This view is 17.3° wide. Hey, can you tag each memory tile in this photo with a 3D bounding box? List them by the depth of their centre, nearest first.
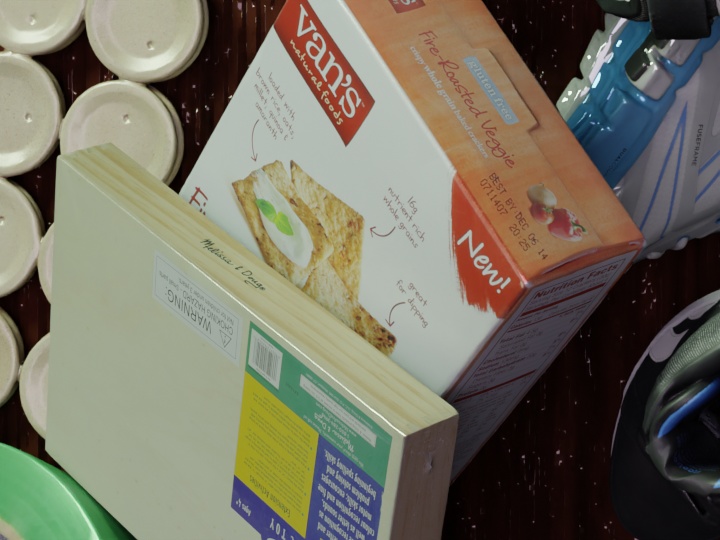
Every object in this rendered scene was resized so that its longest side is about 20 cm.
[{"bbox_3d":[-0.145,-0.038,0.956,0.152,0.017,0.202,13,96,14],"label":"memory tile"}]

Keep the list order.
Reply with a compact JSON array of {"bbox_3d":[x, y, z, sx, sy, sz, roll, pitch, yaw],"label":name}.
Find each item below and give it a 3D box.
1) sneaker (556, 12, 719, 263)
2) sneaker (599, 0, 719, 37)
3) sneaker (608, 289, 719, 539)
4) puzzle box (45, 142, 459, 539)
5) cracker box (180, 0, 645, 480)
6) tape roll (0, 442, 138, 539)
[{"bbox_3d":[0.098,-0.024,0.869,0.086,0.075,0.200,30,115,-21],"label":"sneaker"},{"bbox_3d":[0.104,-0.169,0.805,0.111,0.073,0.201,-10,54,7],"label":"sneaker"},{"bbox_3d":[0.117,0.051,0.800,0.073,0.112,0.200,45,138,10],"label":"sneaker"},{"bbox_3d":[-0.045,0.058,0.829,0.200,0.025,0.134,37,132,38],"label":"puzzle box"},{"bbox_3d":[0.000,0.000,0.827,0.134,0.057,0.200,57,141,20],"label":"cracker box"},{"bbox_3d":[-0.162,0.166,0.909,0.199,0.048,0.202,-13,64,27],"label":"tape roll"}]
